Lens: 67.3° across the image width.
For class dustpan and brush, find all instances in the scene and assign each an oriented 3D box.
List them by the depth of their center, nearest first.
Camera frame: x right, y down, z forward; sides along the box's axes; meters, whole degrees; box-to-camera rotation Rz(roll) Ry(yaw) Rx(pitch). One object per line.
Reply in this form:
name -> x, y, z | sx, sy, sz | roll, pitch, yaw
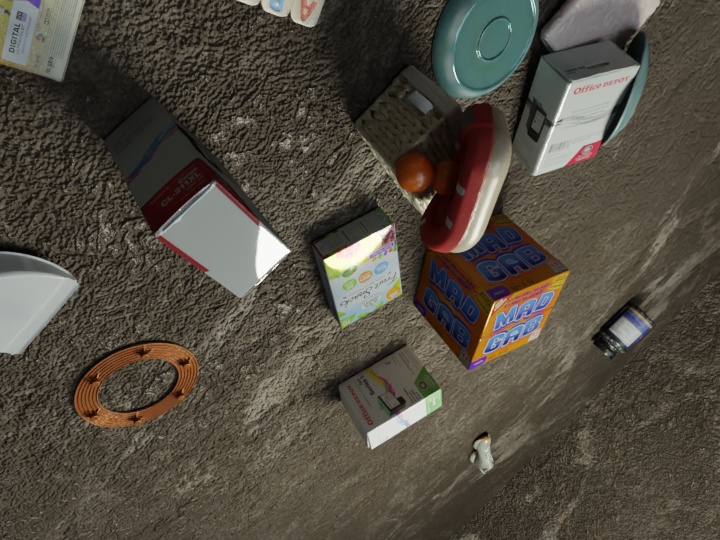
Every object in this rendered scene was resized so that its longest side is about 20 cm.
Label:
dustpan and brush -> -0.458, 0.018, 0.625 | 0.140, 0.057, 0.200 | -46, 149, 6

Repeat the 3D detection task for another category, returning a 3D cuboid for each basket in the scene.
basket -> 0.098, -0.176, 0.818 | 0.123, 0.136, 0.200 | -40, 142, 6

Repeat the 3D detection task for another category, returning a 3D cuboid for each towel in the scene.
towel -> 0.404, -0.426, 0.905 | 0.200, 0.032, 0.190 | -50, 143, 15

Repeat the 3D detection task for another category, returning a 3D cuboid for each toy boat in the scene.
toy boat -> 0.109, -0.119, 0.708 | 0.129, 0.131, 0.202 | 10, 133, -1

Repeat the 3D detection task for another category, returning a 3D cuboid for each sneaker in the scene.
sneaker -> 0.479, 0.701, 2.064 | 0.075, 0.092, 0.202 | -24, 140, -20

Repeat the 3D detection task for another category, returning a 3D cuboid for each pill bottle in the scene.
pill bottle -> 0.945, 0.224, 1.954 | 0.200, 0.112, 0.111 | -47, 142, 11

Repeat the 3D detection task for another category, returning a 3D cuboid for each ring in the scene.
ring -> -0.367, 0.197, 0.902 | 0.198, 0.019, 0.202 | -22, 139, -20

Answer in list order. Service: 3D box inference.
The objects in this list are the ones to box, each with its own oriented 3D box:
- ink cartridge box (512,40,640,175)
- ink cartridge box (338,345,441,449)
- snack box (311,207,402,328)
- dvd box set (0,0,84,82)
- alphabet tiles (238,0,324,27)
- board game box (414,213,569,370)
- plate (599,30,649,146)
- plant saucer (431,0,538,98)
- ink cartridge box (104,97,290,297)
ink cartridge box -> 0.367, -0.281, 0.947 | 0.144, 0.084, 0.201 | -18, 146, -15
ink cartridge box -> 0.067, 0.291, 1.257 | 0.198, 0.145, 0.085 | -27, 141, -14
snack box -> 0.000, 0.000, 0.981 | 0.141, 0.053, 0.201 | -27, 142, -14
dvd box set -> -0.339, -0.259, 0.450 | 0.198, 0.029, 0.147 | 5, 125, -44
alphabet tiles -> -0.063, -0.374, 0.580 | 0.198, 0.015, 0.197 | 1, 128, -41
board game box -> 0.259, 0.039, 1.117 | 0.198, 0.200, 0.202 | -18, 138, -26
plate -> 0.478, -0.322, 0.974 | 0.200, 0.025, 0.203 | 17, 90, -82
plant saucer -> 0.195, -0.350, 0.812 | 0.198, 0.027, 0.202 | -22, 139, -21
ink cartridge box -> -0.187, -0.085, 0.617 | 0.083, 0.200, 0.146 | -42, 143, 1
